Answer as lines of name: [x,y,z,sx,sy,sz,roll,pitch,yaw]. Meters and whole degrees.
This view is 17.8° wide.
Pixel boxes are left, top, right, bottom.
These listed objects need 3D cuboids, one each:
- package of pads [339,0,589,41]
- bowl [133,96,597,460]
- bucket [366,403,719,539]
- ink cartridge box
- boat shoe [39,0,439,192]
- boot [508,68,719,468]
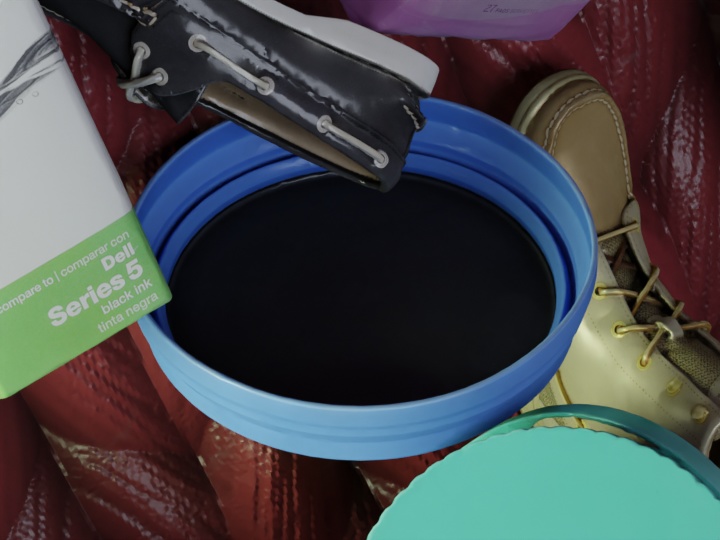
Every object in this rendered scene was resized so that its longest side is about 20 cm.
package of pads: [0.083,-0.176,0.945,0.120,0.076,0.200,-7,152,-43]
bowl: [0.000,0.000,0.974,0.199,0.201,0.040,-19,135,-19]
bucket: [0.088,0.158,0.951,0.207,0.207,0.135,-48,166,0]
ink cartridge box: [-0.165,-0.075,0.880,0.084,0.145,0.201,-29,123,-13]
boat shoe: [-0.065,-0.088,0.950,0.199,0.074,0.061,20,82,-21]
boot: [0.133,0.018,1.070,0.072,0.155,0.202,-19,122,-27]
